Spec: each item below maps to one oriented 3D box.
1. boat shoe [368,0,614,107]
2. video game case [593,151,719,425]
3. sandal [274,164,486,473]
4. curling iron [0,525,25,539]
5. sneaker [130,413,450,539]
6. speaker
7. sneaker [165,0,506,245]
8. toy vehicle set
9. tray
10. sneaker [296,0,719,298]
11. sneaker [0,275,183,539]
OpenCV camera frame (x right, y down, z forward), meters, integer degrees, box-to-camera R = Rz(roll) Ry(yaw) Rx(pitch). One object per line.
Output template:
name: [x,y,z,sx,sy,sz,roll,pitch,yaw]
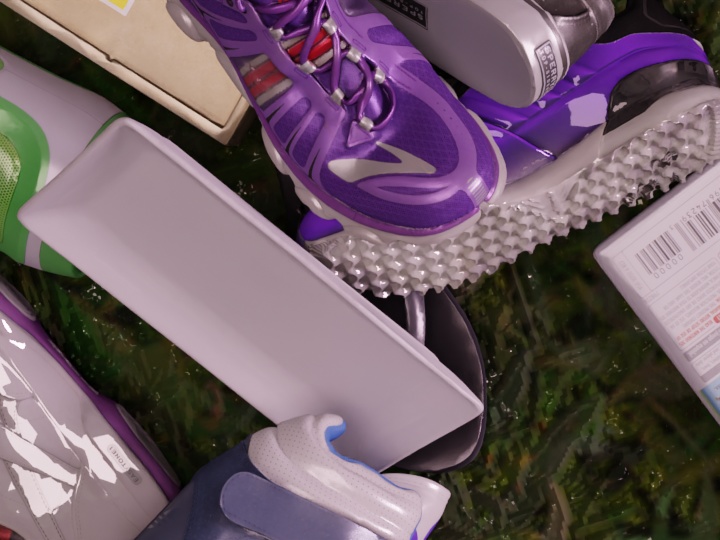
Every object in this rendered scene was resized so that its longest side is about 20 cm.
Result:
boat shoe: [0.019,-0.145,1.096,0.200,0.071,0.064,38,61,19]
video game case: [0.234,0.004,1.114,0.200,0.022,0.182,-38,87,11]
sandal: [-0.001,0.000,1.149,0.076,0.043,0.201,-19,91,12]
curling iron: [-0.239,0.118,1.216,0.199,0.026,0.050,19,96,9]
sneaker: [-0.001,0.160,1.098,0.146,0.081,0.200,-37,89,-11]
speaker: [-0.198,-0.074,1.161,0.199,0.088,0.089,28,100,8]
sneaker: [-0.023,-0.092,1.044,0.081,0.083,0.200,-43,80,-10]
toy vehicle set: [-0.110,-0.163,1.164,0.199,0.027,0.125,33,101,7]
tray: [-0.046,0.011,1.096,0.200,0.022,0.107,39,141,-14]
sneaker: [0.058,-0.062,1.112,0.199,0.070,0.100,-22,65,-3]
sneaker: [-0.175,0.064,1.166,0.100,0.075,0.200,-42,84,1]
